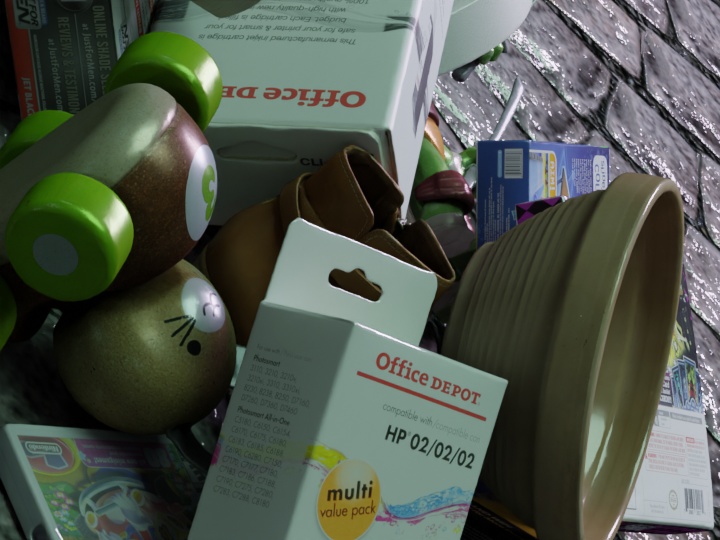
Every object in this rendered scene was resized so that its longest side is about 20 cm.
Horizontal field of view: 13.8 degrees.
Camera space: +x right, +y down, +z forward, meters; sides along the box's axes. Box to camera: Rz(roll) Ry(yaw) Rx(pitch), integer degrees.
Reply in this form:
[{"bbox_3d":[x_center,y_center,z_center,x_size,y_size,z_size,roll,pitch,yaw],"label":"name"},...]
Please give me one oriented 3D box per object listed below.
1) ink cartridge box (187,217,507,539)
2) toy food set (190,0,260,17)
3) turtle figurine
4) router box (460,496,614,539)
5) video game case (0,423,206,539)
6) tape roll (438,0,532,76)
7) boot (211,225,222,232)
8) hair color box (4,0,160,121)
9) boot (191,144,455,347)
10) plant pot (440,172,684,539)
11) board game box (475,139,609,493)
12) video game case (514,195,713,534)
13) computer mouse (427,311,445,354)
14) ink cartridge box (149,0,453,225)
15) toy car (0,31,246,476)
[{"bbox_3d":[-0.004,0.088,1.405,0.115,0.068,0.200,21,83,-45],"label":"ink cartridge box"},{"bbox_3d":[-0.120,-0.234,1.559,0.143,0.060,0.200,30,33,-34],"label":"toy food set"},{"bbox_3d":[0.071,-0.079,1.805,0.200,0.144,0.194,3,61,-32],"label":"turtle figurine"},{"bbox_3d":[0.134,0.185,1.577,0.200,0.052,0.157,28,7,40],"label":"router box"},{"bbox_3d":[-0.088,0.163,1.406,0.143,0.018,0.200,9,48,-54],"label":"video game case"},{"bbox_3d":[0.002,-0.161,1.773,0.203,0.202,0.037,-74,153,-59],"label":"tape roll"},{"bbox_3d":[-0.062,-0.044,1.683,0.200,0.075,0.097,58,-1,37],"label":"boot"},{"bbox_3d":[-0.136,-0.157,1.632,0.200,0.064,0.111,-71,159,-61],"label":"hair color box"},{"bbox_3d":[-0.001,0.048,1.534,0.200,0.155,0.077,56,27,10],"label":"boot"},{"bbox_3d":[0.098,0.042,1.524,0.092,0.201,0.201,13,22,15],"label":"plant pot"},{"bbox_3d":[0.107,0.026,1.731,0.135,0.034,0.201,0,91,-65],"label":"board game box"},{"bbox_3d":[0.148,0.059,1.706,0.200,0.036,0.182,13,70,-65],"label":"video game case"},{"bbox_3d":[0.000,0.000,1.719,0.034,0.059,0.200,-17,73,-43],"label":"computer mouse"},{"bbox_3d":[-0.034,-0.119,1.614,0.084,0.144,0.200,81,17,-46],"label":"ink cartridge box"},{"bbox_3d":[-0.096,0.019,1.432,0.200,0.158,0.164,48,34,-16],"label":"toy car"}]
